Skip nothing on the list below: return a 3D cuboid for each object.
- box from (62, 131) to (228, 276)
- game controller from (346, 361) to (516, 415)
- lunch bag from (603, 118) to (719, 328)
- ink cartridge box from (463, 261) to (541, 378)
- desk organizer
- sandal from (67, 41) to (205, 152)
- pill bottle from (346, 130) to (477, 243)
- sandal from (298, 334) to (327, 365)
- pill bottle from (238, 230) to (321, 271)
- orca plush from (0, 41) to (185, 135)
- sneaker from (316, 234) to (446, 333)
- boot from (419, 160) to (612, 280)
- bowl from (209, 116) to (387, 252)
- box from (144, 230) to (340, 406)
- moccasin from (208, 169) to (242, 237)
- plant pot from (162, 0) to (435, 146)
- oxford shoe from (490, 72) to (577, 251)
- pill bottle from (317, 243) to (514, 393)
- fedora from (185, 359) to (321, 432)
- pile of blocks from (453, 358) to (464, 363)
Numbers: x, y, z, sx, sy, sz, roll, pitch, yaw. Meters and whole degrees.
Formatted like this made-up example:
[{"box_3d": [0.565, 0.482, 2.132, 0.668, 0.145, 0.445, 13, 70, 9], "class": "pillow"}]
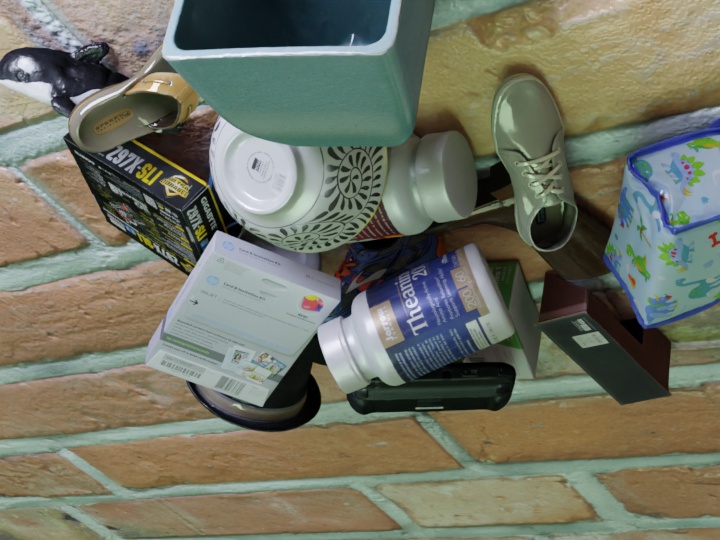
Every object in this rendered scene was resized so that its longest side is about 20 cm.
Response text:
[{"box_3d": [-0.237, -0.076, 1.324, 0.199, 0.049, 0.160, 31, 156, 28], "class": "box"}, {"box_3d": [0.082, 0.139, 1.360, 0.198, 0.042, 0.104, -1, 158, 0], "class": "game controller"}, {"box_3d": [0.356, -0.056, 1.144, 0.199, 0.128, 0.170, -16, 147, -8], "class": "lunch bag"}, {"box_3d": [0.111, 0.064, 1.442, 0.199, 0.085, 0.146, -1, 143, 23], "class": "ink cartridge box"}, {"box_3d": [0.298, 0.078, 1.399, 0.071, 0.077, 0.200, -18, 135, 39], "class": "desk organizer"}, {"box_3d": [-0.203, -0.174, 1.165, 0.199, 0.054, 0.080, -31, 131, 3], "class": "sandal"}, {"box_3d": [0.016, -0.088, 1.231, 0.199, 0.110, 0.110, -6, 142, 28], "class": "pill bottle"}, {"box_3d": [-0.108, 0.082, 1.388, 0.199, 0.043, 0.076, 14, 146, -12], "class": "sandal"}, {"box_3d": [-0.115, 0.034, 1.459, 0.110, 0.111, 0.200, 15, 147, -2], "class": "pill bottle"}, {"box_3d": [-0.275, -0.200, 1.213, 0.199, 0.105, 0.071, 23, 115, -8], "class": "orca plush"}, {"box_3d": [0.000, 0.000, 1.360, 0.199, 0.075, 0.079, -35, 115, 2], "class": "sneaker"}, {"box_3d": [0.179, -0.037, 1.297, 0.186, 0.065, 0.200, -19, 139, 43], "class": "boot"}, {"box_3d": [-0.081, -0.107, 1.156, 0.199, 0.094, 0.202, 7, 106, 24], "class": "bowl"}, {"box_3d": [-0.136, 0.060, 1.316, 0.155, 0.041, 0.200, 21, 129, -19], "class": "box"}, {"box_3d": [-0.134, -0.092, 1.307, 0.068, 0.081, 0.200, 17, 148, 2], "class": "moccasin"}, {"box_3d": [-0.027, -0.209, 1.009, 0.194, 0.198, 0.200, 1, 154, 18], "class": "plant pot"}, {"box_3d": [0.178, -0.102, 1.153, 0.075, 0.058, 0.201, -19, 122, -6], "class": "oxford shoe"}, {"box_3d": [0.059, 0.058, 1.267, 0.199, 0.111, 0.111, -25, 137, 8], "class": "pill bottle"}, {"box_3d": [-0.137, 0.131, 1.582, 0.199, 0.201, 0.092, 19, 122, -8], "class": "fedora"}, {"box_3d": [0.078, 0.114, 1.393, 0.082, 0.062, 0.200, 26, 145, -14], "class": "pile of blocks"}]
